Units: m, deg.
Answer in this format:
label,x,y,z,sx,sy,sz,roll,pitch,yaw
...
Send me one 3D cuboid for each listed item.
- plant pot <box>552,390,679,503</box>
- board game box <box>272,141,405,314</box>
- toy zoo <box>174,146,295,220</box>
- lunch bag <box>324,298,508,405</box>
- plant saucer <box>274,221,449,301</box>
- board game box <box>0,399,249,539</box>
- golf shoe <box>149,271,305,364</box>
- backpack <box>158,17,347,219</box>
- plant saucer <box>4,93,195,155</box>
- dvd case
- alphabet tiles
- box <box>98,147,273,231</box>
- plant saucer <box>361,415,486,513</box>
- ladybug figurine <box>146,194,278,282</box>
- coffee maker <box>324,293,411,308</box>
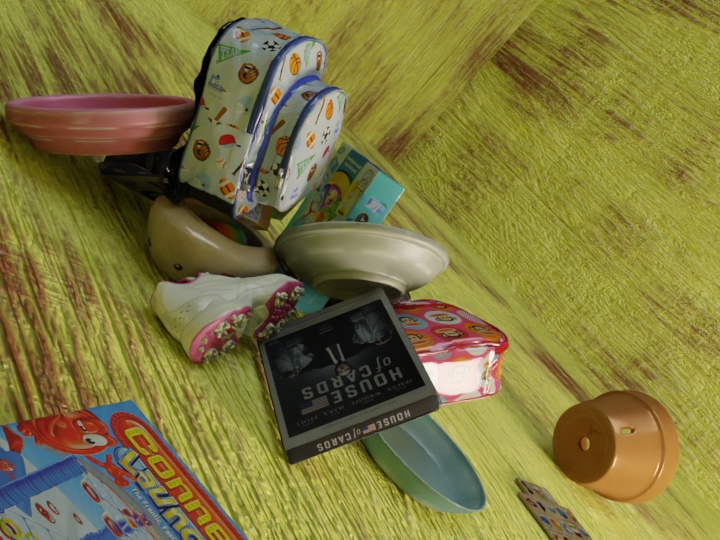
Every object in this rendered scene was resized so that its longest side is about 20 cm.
label,x,y,z,sx,sy,sz,roll,pitch,yaw
plant pot,0.433,0.307,1.546,0.139,0.201,0.200,11,29,-37
board game box,-0.040,-0.057,1.152,0.047,0.200,0.151,31,8,-27
toy zoo,-0.181,-0.111,1.106,0.199,0.021,0.131,17,-11,-13
lunch bag,0.052,0.088,1.016,0.199,0.082,0.176,-3,20,-33
plant saucer,0.000,0.000,0.997,0.200,0.199,0.051,27,64,-53
board game box,-0.130,0.167,0.457,0.200,0.056,0.196,46,12,14
golf shoe,-0.128,0.027,0.881,0.091,0.076,0.200,35,20,17
backpack,-0.102,-0.163,0.926,0.153,0.191,0.200,15,24,8
plant saucer,-0.275,-0.158,0.947,0.199,0.051,0.201,1,16,0
dvd case,-0.020,0.097,0.875,0.200,0.150,0.025,-118,-172,-59
alphabet tiles,0.299,0.379,1.248,0.166,0.006,0.200,29,18,-47
box,-0.210,-0.100,1.045,0.119,0.042,0.200,7,-15,37
plant saucer,0.059,0.205,0.999,0.200,0.036,0.200,40,13,-11
ladybug figurine,-0.165,-0.023,0.965,0.136,0.072,0.200,39,10,20
coffee maker,-0.014,0.008,1.247,0.192,0.135,0.200,33,15,-16
